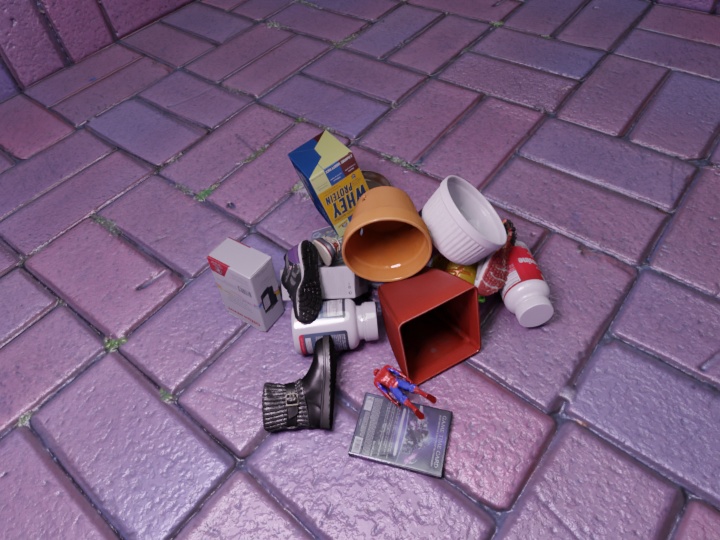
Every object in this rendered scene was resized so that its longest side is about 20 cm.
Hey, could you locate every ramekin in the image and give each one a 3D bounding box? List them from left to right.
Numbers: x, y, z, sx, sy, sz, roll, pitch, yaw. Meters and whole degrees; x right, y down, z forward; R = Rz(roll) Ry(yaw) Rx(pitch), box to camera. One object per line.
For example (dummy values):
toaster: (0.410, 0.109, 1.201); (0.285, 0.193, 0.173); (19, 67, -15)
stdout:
ramekin: (0.231, -0.108, 1.216); (0.199, 0.105, 0.202); (30, 37, -26)

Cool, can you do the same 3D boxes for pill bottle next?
pill bottle: (-0.058, 0.131, 1.260); (0.196, 0.121, 0.121); (-6, 48, 1)
pill bottle: (0.392, 0.033, 1.294); (0.110, 0.113, 0.202); (-10, 48, -3)

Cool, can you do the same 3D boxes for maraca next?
maraca: (0.251, 0.011, 1.333); (0.136, 0.107, 0.202); (-26, 49, 10)

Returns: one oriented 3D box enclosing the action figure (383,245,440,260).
action figure: (0.140, -0.069, 1.302); (0.196, 0.136, 0.150); (-2, 39, 5)

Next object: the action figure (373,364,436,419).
action figure: (0.083, 0.255, 1.144); (0.066, 0.052, 0.199); (-53, 33, -8)

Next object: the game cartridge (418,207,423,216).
game cartridge: (0.186, -0.109, 1.497); (0.129, 0.039, 0.200); (35, 61, 26)

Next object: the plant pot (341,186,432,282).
plant pot: (0.057, -0.092, 1.189); (0.196, 0.202, 0.142); (-3, 50, 4)

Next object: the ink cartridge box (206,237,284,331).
ink cartridge box: (-0.282, 0.037, 1.315); (0.144, 0.202, 0.083); (23, 52, 24)

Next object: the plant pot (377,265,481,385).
plant pot: (0.144, 0.105, 1.221); (0.198, 0.202, 0.176); (-24, 39, -14)

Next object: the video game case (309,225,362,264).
video game case: (-0.057, -0.071, 1.444); (0.197, 0.024, 0.183); (-16, 38, 20)

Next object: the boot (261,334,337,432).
boot: (-0.136, 0.245, 1.161); (0.155, 0.080, 0.215); (1, 72, 7)

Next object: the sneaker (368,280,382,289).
sneaker: (0.000, 0.000, 1.394); (0.196, 0.078, 0.077); (0, 50, 9)

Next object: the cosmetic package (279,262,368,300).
cosmetic package: (-0.090, 0.026, 1.327); (0.197, 0.083, 0.113); (-2, 6, 17)

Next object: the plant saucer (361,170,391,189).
plant saucer: (0.000, -0.234, 1.627); (0.196, 0.032, 0.202); (-4, 50, 4)

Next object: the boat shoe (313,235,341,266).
boat shoe: (-0.078, -0.054, 1.312); (0.062, 0.200, 0.072); (-28, 93, -7)

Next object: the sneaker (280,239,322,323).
sneaker: (-0.144, 0.035, 1.240); (0.087, 0.075, 0.203); (-23, 55, 34)

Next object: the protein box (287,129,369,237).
protein box: (-0.077, -0.242, 1.465); (0.134, 0.201, 0.199); (-33, 39, -5)

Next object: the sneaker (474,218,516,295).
sneaker: (0.314, -0.027, 1.279); (0.082, 0.078, 0.202); (-7, 52, 50)

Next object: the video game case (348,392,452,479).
video game case: (0.087, 0.346, 1.124); (0.197, 0.019, 0.144); (10, 51, 13)
